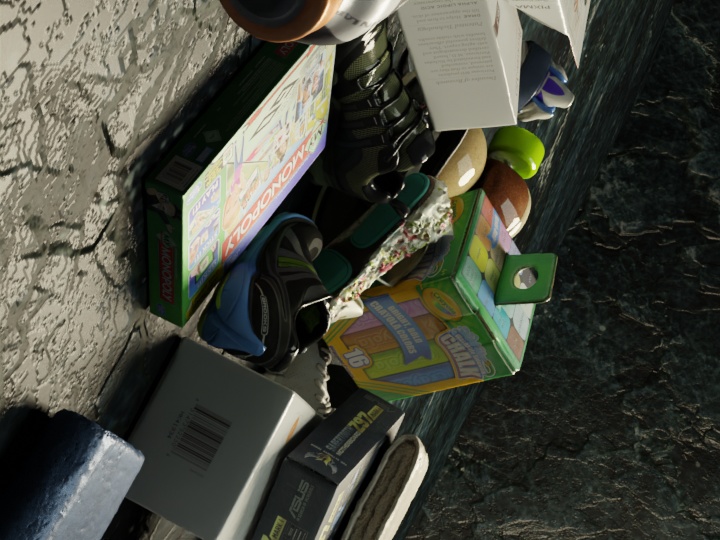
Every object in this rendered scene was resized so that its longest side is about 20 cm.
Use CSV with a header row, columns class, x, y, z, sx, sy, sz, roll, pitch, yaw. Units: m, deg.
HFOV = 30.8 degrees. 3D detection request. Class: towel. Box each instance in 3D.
class,x,y,z,sx,sy,sz,roll,pitch,yaw
towel,0.001,0.232,1.092,0.200,0.034,0.133,-62,170,-9
towel,-0.208,0.180,0.787,0.200,0.048,0.112,-61,167,-16

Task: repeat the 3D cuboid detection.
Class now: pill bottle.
class,x,y,z,sx,sy,sz,roll,pitch,yaw
pill bottle,-0.008,-0.194,0.753,0.200,0.106,0.106,-48,159,-53

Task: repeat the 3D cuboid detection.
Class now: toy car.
class,x,y,z,sx,sy,sz,roll,pitch,yaw
toy car,0.063,-0.109,1.247,0.200,0.158,0.164,52,56,-44

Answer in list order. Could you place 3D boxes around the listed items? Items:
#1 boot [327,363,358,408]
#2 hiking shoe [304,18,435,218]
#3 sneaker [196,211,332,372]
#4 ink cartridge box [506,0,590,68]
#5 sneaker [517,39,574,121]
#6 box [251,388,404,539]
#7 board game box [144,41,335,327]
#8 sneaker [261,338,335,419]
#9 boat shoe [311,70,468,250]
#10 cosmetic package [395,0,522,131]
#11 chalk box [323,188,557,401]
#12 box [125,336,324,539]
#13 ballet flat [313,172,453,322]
class,x,y,z,sx,sy,sz,roll,pitch,yaw
boot,-0.076,0.203,1.317,0.198,0.073,0.163,-44,154,-41
hiking shoe,0.017,-0.127,0.993,0.076,0.101,0.200,-55,164,-34
sneaker,-0.060,0.019,0.951,0.071,0.083,0.200,-51,-173,22
ink cartridge box,0.148,-0.266,0.992,0.200,0.057,0.163,53,48,-72
sneaker,0.139,-0.207,1.235,0.081,0.146,0.200,-62,168,-11
box,-0.043,0.210,1.061,0.200,0.051,0.158,-68,167,22
board game box,-0.077,-0.074,0.878,0.200,0.029,0.135,-56,164,-36
sneaker,-0.034,0.110,1.208,0.200,0.115,0.075,-63,167,-6
boat shoe,0.023,-0.078,1.134,0.074,0.063,0.202,31,93,-46
cosmetic package,0.071,-0.203,0.965,0.200,0.074,0.102,62,30,-55
chalk box,0.076,0.020,1.164,0.124,0.200,0.125,55,35,-28
box,-0.104,0.144,1.027,0.125,0.097,0.200,-62,167,-10
ballet flat,0.000,0.000,1.084,0.200,0.076,0.064,-37,125,-2
